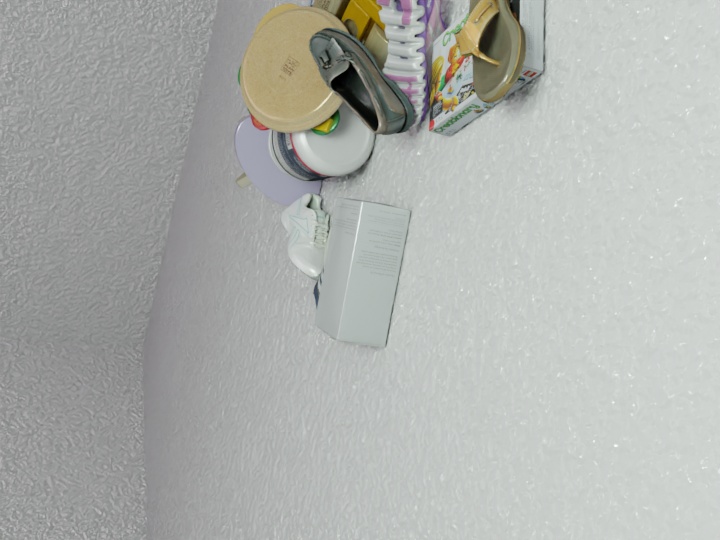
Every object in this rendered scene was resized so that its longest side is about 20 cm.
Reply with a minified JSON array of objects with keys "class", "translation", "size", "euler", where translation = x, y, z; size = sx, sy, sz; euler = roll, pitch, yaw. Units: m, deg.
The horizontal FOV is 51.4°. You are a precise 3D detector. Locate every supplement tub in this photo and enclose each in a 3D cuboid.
[{"class":"supplement tub","translation":[-0.072,-0.223,1.260],"size":[0.200,0.140,0.141],"euler":[-173,91,-68]}]

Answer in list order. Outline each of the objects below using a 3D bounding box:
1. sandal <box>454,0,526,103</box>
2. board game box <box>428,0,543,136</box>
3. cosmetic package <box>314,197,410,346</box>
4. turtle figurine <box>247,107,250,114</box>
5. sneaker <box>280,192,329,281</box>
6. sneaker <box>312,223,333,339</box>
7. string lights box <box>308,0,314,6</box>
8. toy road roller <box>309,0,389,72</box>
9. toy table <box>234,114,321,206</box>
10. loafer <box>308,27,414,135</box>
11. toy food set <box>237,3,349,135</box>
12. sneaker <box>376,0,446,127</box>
[{"class":"sandal","translation":[0.129,-0.265,0.800],"size":[0.080,0.054,0.201],"euler":[139,135,-57]},{"class":"board game box","translation":[0.144,-0.253,0.880],"size":[0.200,0.034,0.127],"euler":[155,122,-64]},{"class":"cosmetic package","translation":[0.000,0.000,1.084],"size":[0.113,0.081,0.201],"euler":[-155,73,-67]},{"class":"turtle figurine","translation":[-0.116,-0.349,1.407],"size":[0.101,0.199,0.151],"euler":[47,-135,-60]},{"class":"sneaker","translation":[-0.091,-0.065,1.347],"size":[0.080,0.070,0.201],"euler":[-45,44,25]},{"class":"sneaker","translation":[-0.039,0.006,1.182],"size":[0.084,0.075,0.201],"euler":[9,91,64]},{"class":"string lights box","translation":[-0.070,-0.485,1.458],"size":[0.103,0.059,0.201],"euler":[-112,37,-54]},{"class":"toy road roller","translation":[0.023,-0.391,1.158],"size":[0.200,0.146,0.123],"euler":[50,140,12]},{"class":"toy table","translation":[-0.164,-0.220,1.442],"size":[0.201,0.183,0.117],"euler":[61,175,-23]},{"class":"loafer","translation":[-0.011,-0.260,1.019],"size":[0.200,0.063,0.072],"euler":[47,139,19]},{"class":"toy food set","translation":[-0.098,-0.300,1.131],"size":[0.049,0.199,0.199],"euler":[15,-84,-69]},{"class":"sneaker","translation":[0.078,-0.296,1.013],"size":[0.080,0.088,0.201],"euler":[25,131,38]}]
